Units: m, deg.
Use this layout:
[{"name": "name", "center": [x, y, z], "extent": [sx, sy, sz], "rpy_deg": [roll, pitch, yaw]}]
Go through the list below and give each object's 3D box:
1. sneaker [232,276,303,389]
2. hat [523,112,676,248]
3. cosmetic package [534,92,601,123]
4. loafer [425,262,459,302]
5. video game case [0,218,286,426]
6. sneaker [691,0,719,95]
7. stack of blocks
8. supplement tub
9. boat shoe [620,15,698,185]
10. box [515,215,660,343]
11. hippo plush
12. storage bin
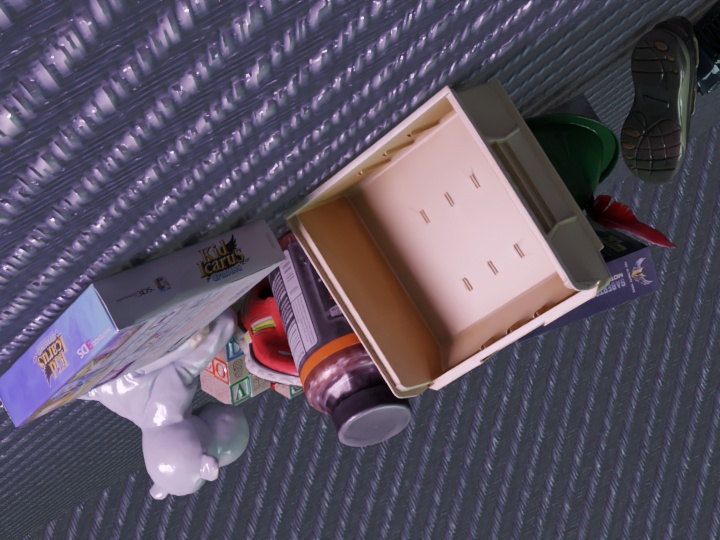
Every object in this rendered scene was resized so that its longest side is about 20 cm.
[{"name": "sneaker", "center": [-0.079, 0.060, 1.246], "extent": [0.076, 0.086, 0.200], "rpy_deg": [14, -167, -30]}, {"name": "hat", "center": [0.208, -0.050, 1.295], "extent": [0.163, 0.178, 0.201], "rpy_deg": [-2, 152, -5]}, {"name": "cosmetic package", "center": [0.199, -0.132, 1.454], "extent": [0.082, 0.051, 0.200], "rpy_deg": [-27, 173, -24]}, {"name": "loafer", "center": [0.101, -0.053, 1.168], "extent": [0.070, 0.069, 0.202], "rpy_deg": [118, -5, -66]}, {"name": "video game case", "center": [-0.182, 0.042, 1.009], "extent": [0.180, 0.046, 0.199], "rpy_deg": [-27, 173, -46]}, {"name": "sneaker", "center": [0.370, -0.238, 1.302], "extent": [0.145, 0.077, 0.202], "rpy_deg": [-34, 175, 9]}, {"name": "stack of blocks", "center": [-0.092, 0.083, 1.425], "extent": [0.199, 0.117, 0.058], "rpy_deg": [-25, -147, -38]}, {"name": "supplement tub", "center": [-0.015, 0.057, 1.135], "extent": [0.105, 0.202, 0.108], "rpy_deg": [-15, 148, -10]}, {"name": "boat shoe", "center": [0.323, -0.175, 1.290], "extent": [0.073, 0.074, 0.201], "rpy_deg": [-45, 150, -30]}, {"name": "box", "center": [0.205, 0.005, 1.291], "extent": [0.156, 0.052, 0.200], "rpy_deg": [-21, -166, -3]}, {"name": "hippo plush", "center": [-0.174, 0.129, 1.202], "extent": [0.159, 0.162, 0.199], "rpy_deg": [-34, 173, 38]}, {"name": "storage bin", "center": [0.074, -0.022, 1.031], "extent": [0.199, 0.200, 0.093], "rpy_deg": [-35, 176, 34]}]
